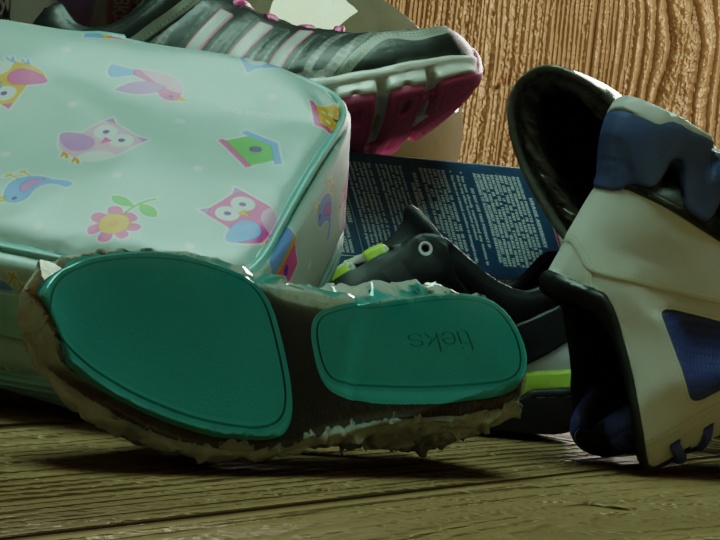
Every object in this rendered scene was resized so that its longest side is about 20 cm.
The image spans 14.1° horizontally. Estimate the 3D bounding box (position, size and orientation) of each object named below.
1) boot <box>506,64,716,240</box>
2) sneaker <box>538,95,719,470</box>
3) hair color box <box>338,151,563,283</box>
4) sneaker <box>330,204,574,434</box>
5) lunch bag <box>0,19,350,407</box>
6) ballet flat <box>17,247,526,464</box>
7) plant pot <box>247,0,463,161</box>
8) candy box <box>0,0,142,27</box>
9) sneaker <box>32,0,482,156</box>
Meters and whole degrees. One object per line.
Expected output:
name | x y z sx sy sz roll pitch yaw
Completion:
boot | 0.144 -0.007 1.218 0.182 0.073 0.200 48 5 11
sneaker | 0.139 0.037 1.085 0.199 0.115 0.081 36 -5 -18
hair color box | 0.000 0.000 1.228 0.199 0.061 0.100 5 -30 -39
sneaker | 0.002 0.014 1.129 0.199 0.083 0.072 5 3 -18
lunch bag | -0.112 -0.018 1.053 0.199 0.077 0.161 10 36 12
ballet flat | -0.033 0.037 0.950 0.199 0.072 0.072 7 2 -36
plant pot | -0.048 -0.055 1.700 0.199 0.201 0.135 7 38 8
candy box | -0.147 -0.134 1.305 0.071 0.168 0.200 -3 39 -28
sneaker | -0.050 -0.086 1.189 0.199 0.088 0.074 -10 -21 -11
